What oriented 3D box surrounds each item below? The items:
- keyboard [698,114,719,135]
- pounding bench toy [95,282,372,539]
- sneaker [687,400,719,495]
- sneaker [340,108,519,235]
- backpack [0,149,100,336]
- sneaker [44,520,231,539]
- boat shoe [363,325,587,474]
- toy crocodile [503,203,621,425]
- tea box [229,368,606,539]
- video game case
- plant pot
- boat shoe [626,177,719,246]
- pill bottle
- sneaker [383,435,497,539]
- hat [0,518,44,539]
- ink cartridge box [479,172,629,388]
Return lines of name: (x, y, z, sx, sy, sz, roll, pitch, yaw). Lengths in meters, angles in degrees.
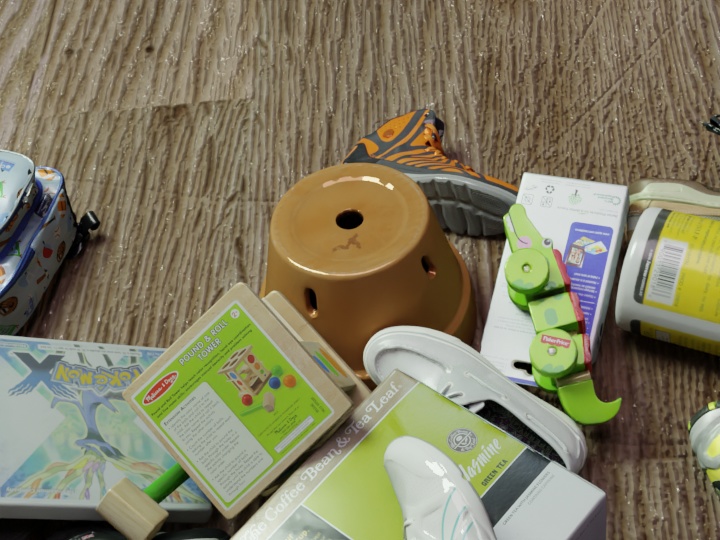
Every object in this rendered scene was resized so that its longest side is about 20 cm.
keyboard: (0.384, -0.104, 1.147, 0.127, 0.021, 0.200, 17, 13, -23)
pounding bench toy: (-0.108, 0.124, 1.011, 0.200, 0.156, 0.124, -43, 82, 3)
sneaker: (0.363, 0.135, 1.000, 0.199, 0.075, 0.077, -14, 54, 12)
sneaker: (0.079, -0.105, 1.250, 0.199, 0.078, 0.112, 14, 53, 21)
backpack: (-0.378, -0.022, 1.216, 0.199, 0.154, 0.191, 6, 60, 11)
sneaker: (-0.200, 0.225, 1.010, 0.199, 0.076, 0.088, -16, 42, -4)
boat shoe: (0.087, 0.113, 1.026, 0.200, 0.072, 0.069, 36, 16, 8)
toy crocodile: (0.161, 0.037, 1.066, 0.062, 0.068, 0.200, -16, 66, 4)
tea box: (0.043, 0.215, 0.933, 0.197, 0.134, 0.200, 31, 60, 30)
video game case: (-0.233, 0.129, 1.068, 0.199, 0.022, 0.183, 7, 41, -25)
plant pot: (0.000, 0.000, 1.129, 0.199, 0.140, 0.200, -5, 47, 5)
boat shoe: (0.341, -0.033, 1.159, 0.199, 0.072, 0.076, 5, 76, 13)
pill bottle: (0.324, 0.021, 1.073, 0.199, 0.111, 0.111, 16, 53, 20)
sneaker: (0.054, 0.191, 0.818, 0.080, 0.071, 0.200, -25, 52, -10)
hat: (-0.343, 0.175, 1.073, 0.200, 0.081, 0.201, 4, 54, -5)
ink cartridge box: (0.171, 0.014, 1.131, 0.099, 0.039, 0.200, 11, 70, 18)
